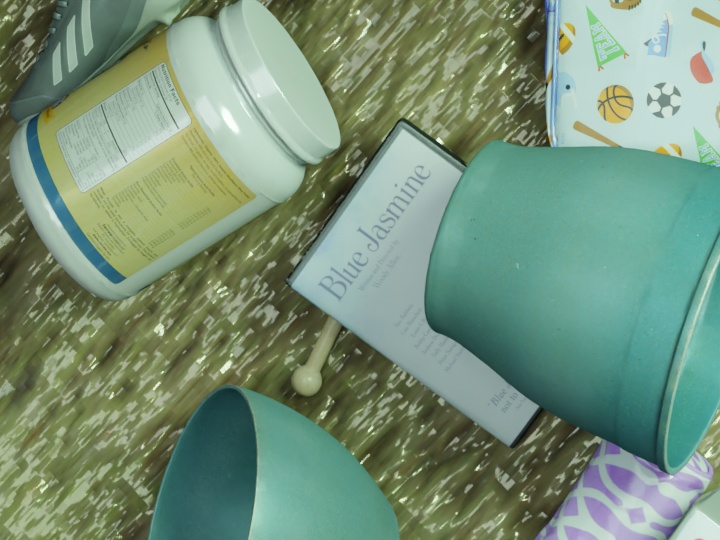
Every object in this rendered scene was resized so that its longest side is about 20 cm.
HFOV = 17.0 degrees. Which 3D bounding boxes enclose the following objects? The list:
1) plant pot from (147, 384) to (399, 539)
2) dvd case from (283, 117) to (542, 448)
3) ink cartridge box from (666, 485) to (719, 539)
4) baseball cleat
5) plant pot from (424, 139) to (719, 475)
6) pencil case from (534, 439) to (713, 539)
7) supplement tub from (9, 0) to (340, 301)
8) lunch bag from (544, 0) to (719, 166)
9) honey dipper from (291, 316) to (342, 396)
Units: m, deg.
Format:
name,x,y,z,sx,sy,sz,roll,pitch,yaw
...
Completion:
name,x,y,z,sx,sy,sz,roll,pitch,yaw
plant pot,-0.052,0.192,1.660,0.134,0.200,0.202,15,96,-23
dvd case,0.067,0.009,1.673,0.199,0.018,0.143,36,100,-1
ink cartridge box,0.230,0.265,1.587,0.145,0.145,0.201,35,99,13
baseball cleat,-0.197,-0.188,1.720,0.200,0.070,0.107,-36,102,25
plant pot,0.150,0.007,1.568,0.187,0.200,0.202,19,96,19
pencil case,0.156,0.189,1.643,0.085,0.084,0.201,41,100,32
supplement tub,-0.129,-0.086,1.684,0.199,0.145,0.145,-31,83,13
lunch bag,0.198,-0.163,1.629,0.159,0.076,0.202,3,92,18
honey dipper,0.000,0.000,1.705,0.038,0.038,0.201,28,99,13
